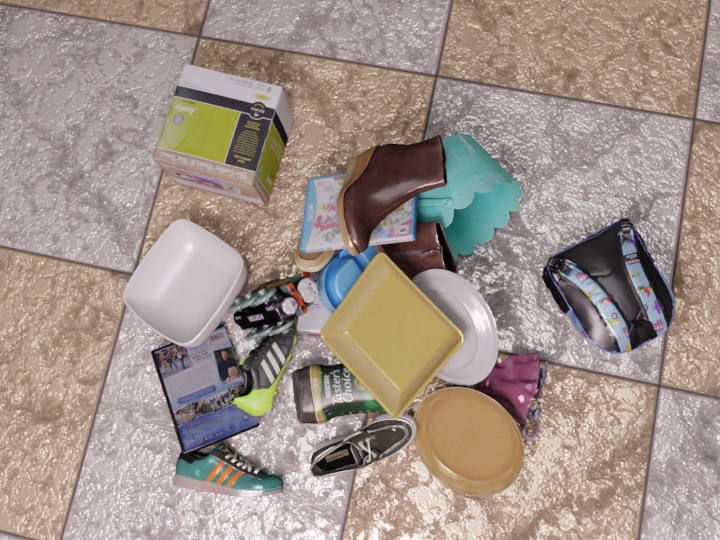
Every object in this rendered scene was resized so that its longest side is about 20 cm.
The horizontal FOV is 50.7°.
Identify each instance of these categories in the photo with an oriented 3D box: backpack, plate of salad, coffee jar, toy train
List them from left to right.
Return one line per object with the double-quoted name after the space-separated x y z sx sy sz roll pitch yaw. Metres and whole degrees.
-0.149 0.057 1.318 0.114 0.199 0.086 -39 102 -33 "toy train"
-0.020 0.207 1.332 0.197 0.085 0.106 -11 78 3 "coffee jar"
0.149 0.092 1.252 0.048 0.200 0.201 -22 72 -42 "plate of salad"
0.428 0.041 1.305 0.181 0.135 0.202 -28 76 -2 "backpack"

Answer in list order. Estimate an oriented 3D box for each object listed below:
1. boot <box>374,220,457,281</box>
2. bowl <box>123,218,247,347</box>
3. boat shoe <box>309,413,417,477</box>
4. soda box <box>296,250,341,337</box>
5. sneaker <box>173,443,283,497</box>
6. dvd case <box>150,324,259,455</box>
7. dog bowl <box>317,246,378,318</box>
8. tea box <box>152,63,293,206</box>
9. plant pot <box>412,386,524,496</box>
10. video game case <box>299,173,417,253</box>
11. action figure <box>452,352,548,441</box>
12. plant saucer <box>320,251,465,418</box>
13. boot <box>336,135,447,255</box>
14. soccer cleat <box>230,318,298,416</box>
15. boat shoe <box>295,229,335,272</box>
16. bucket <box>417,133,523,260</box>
0.077 -0.072 1.285 0.072 0.165 0.202 -25 98 -38 "boot"
-0.309 0.030 1.387 0.198 0.075 0.201 31 80 26 "bowl"
0.005 0.307 1.301 0.198 0.064 0.071 -26 96 11 "boat shoe"
-0.069 0.019 1.389 0.067 0.063 0.203 5 78 7 "soda box"
-0.229 0.347 1.327 0.197 0.071 0.081 5 82 8 "sneaker"
-0.279 0.210 1.360 0.141 0.018 0.202 -19 69 -13 "dvd case"
0.000 0.000 1.355 0.200 0.049 0.112 -46 108 -29 "dog bowl"
-0.252 -0.252 1.429 0.197 0.134 0.199 15 78 8 "tea box"
0.182 0.284 1.281 0.198 0.027 0.203 9 111 25 "plant pot"
-0.002 -0.104 1.269 0.197 0.018 0.145 -6 60 19 "video game case"
0.223 0.189 1.327 0.197 0.151 0.134 7 36 21 "action figure"
0.056 0.104 1.249 0.200 0.048 0.201 46 117 17 "plant saucer"
0.052 -0.123 1.191 0.164 0.073 0.202 -10 54 21 "boot"
-0.167 0.155 1.348 0.080 0.067 0.202 26 66 -21 "soccer cleat"
-0.069 -0.087 1.340 0.073 0.067 0.202 9 51 11 "boat shoe"
0.169 -0.127 1.334 0.206 0.208 0.135 -35 66 -3 "bucket"
